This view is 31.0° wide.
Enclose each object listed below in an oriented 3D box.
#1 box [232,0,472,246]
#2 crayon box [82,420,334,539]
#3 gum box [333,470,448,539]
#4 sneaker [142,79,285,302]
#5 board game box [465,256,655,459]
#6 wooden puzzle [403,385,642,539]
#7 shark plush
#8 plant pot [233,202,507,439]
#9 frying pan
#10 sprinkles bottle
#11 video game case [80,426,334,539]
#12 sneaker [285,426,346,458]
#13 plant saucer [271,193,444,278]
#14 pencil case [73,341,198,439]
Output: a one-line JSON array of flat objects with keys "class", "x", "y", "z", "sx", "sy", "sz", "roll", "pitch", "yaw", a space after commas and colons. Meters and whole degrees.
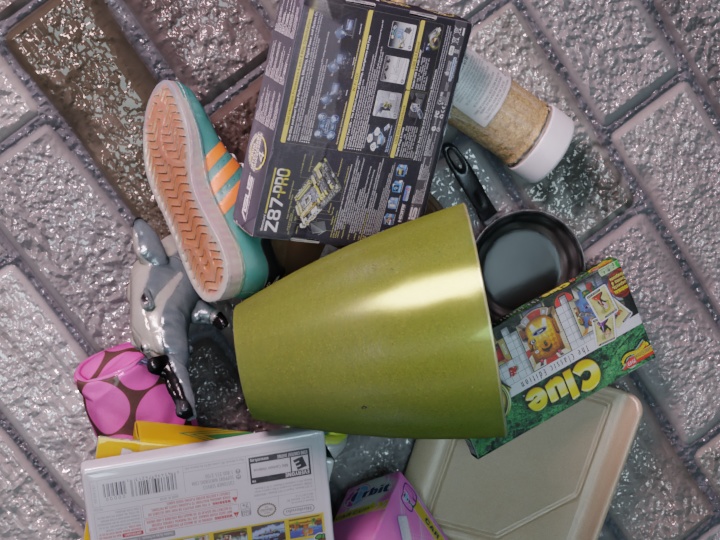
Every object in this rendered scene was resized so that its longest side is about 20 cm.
[{"class": "box", "x": -0.006, "y": -0.120, "z": 1.055, "sx": 0.160, "sy": 0.049, "sz": 0.202, "roll": 3, "pitch": 109, "yaw": -32}, {"class": "crayon box", "x": -0.131, "y": 0.200, "z": 1.096, "sx": 0.198, "sy": 0.052, "sz": 0.127, "roll": 8, "pitch": 101, "yaw": -15}, {"class": "gum box", "x": 0.049, "y": 0.302, "z": 1.186, "sx": 0.066, "sy": 0.114, "sz": 0.201, "roll": -22, "pitch": 111, "yaw": 31}, {"class": "sneaker", "x": -0.124, "y": -0.068, "z": 1.106, "sx": 0.079, "sy": 0.071, "sz": 0.202, "roll": -5, "pitch": 70, "yaw": -45}, {"class": "board game box", "x": 0.169, "y": 0.079, "z": 1.188, "sx": 0.199, "sy": 0.023, "sz": 0.106, "roll": -28, "pitch": 106, "yaw": -12}, {"class": "wooden puzzle", "x": 0.149, "y": 0.179, "z": 1.237, "sx": 0.198, "sy": 0.037, "sz": 0.187, "roll": 17, "pitch": 97, "yaw": -9}, {"class": "shark plush", "x": -0.148, "y": 0.030, "z": 1.075, "sx": 0.082, "sy": 0.201, "sz": 0.092, "roll": 3, "pitch": 123, "yaw": -14}, {"class": "plant pot", "x": 0.004, "y": 0.058, "z": 1.042, "sx": 0.198, "sy": 0.187, "sz": 0.189, "roll": -11, "pitch": 103, "yaw": 3}, {"class": "frying pan", "x": 0.121, "y": -0.019, "z": 1.192, "sx": 0.189, "sy": 0.031, "sz": 0.116, "roll": 33, "pitch": 91, "yaw": -12}, {"class": "sprinkles bottle", "x": 0.093, "y": -0.158, "z": 1.142, "sx": 0.199, "sy": 0.068, "sz": 0.069, "roll": 33, "pitch": 93, "yaw": -14}, {"class": "video game case", "x": -0.119, "y": 0.229, "z": 1.067, "sx": 0.198, "sy": 0.023, "sz": 0.184, "roll": -8, "pitch": 104, "yaw": -12}, {"class": "sneaker", "x": -0.036, "y": 0.107, "z": 1.175, "sx": 0.200, "sy": 0.076, "sz": 0.105, "roll": -41, "pitch": 93, "yaw": -8}, {"class": "plant saucer", "x": 0.000, "y": 0.000, "z": 1.142, "sx": 0.197, "sy": 0.029, "sz": 0.203, "roll": 2, "pitch": 81, "yaw": -10}, {"class": "pencil case", "x": -0.176, "y": 0.161, "z": 1.148, "sx": 0.093, "sy": 0.090, "sz": 0.202, "roll": -28, "pitch": 108, "yaw": -33}]
